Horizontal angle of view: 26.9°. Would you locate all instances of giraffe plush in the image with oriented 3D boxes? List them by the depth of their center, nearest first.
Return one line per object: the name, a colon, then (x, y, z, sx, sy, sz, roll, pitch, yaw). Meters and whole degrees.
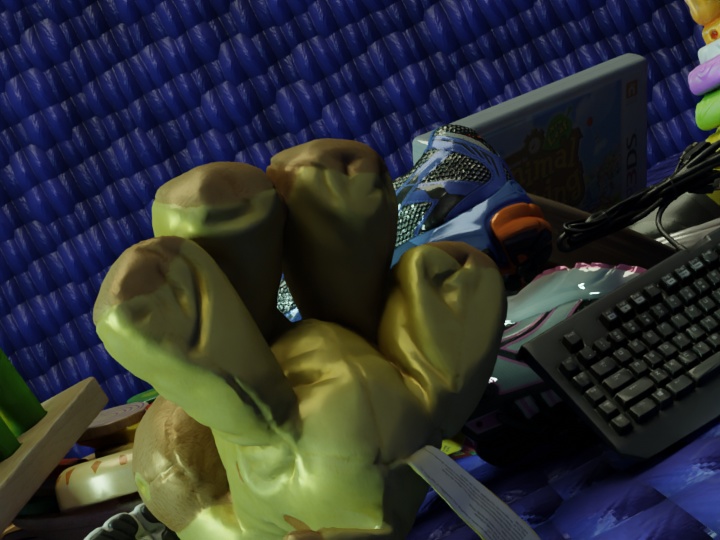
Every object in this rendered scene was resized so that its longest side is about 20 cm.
giraffe plush: (-0.030, 0.071, 0.621, 0.172, 0.201, 0.162, -19, -22, -36)

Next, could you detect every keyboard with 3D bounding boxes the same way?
keyboard: (0.153, -0.004, 0.663, 0.199, 0.127, 0.021, -28, -39, -23)

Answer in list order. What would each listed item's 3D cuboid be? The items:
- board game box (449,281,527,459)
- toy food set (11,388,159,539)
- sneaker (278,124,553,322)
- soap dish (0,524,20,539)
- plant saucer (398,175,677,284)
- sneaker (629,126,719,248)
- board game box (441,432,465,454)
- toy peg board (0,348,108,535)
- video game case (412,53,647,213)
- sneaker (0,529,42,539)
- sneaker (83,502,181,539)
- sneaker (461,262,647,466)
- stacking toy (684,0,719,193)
board game box: (0.032, 0.070, 0.913, 0.200, 0.019, 0.104, -26, 40, 62)
toy food set: (-0.123, 0.108, 0.892, 0.197, 0.049, 0.199, -11, 9, 43)
sneaker: (0.000, 0.000, 0.723, 0.199, 0.079, 0.075, -29, -24, 25)
soap dish: (-0.191, 0.184, 1.036, 0.199, 0.082, 0.157, -30, 2, -34)
plant saucer: (0.108, -0.004, 0.840, 0.200, 0.199, 0.030, 159, 131, -81)
sneaker: (0.234, -0.049, 0.946, 0.199, 0.085, 0.075, -22, -26, 6)
board game box: (0.012, 0.077, 0.886, 0.200, 0.030, 0.096, -29, 39, 56)
toy peg board: (-0.273, 0.116, 0.829, 0.198, 0.098, 0.200, -28, 13, 22)
video game case: (0.119, -0.030, 0.993, 0.199, 0.183, 0.022, -24, 32, -33)
sneaker: (-0.172, 0.180, 0.857, 0.199, 0.076, 0.115, -25, -1, -10)
sneaker: (-0.130, 0.165, 0.653, 0.199, 0.077, 0.085, -28, -4, -36)
sneaker: (0.087, 0.054, 0.732, 0.199, 0.087, 0.080, -7, -27, 40)
stacking toy: (0.220, -0.097, 0.830, 0.109, 0.201, 0.116, -28, 0, -26)
